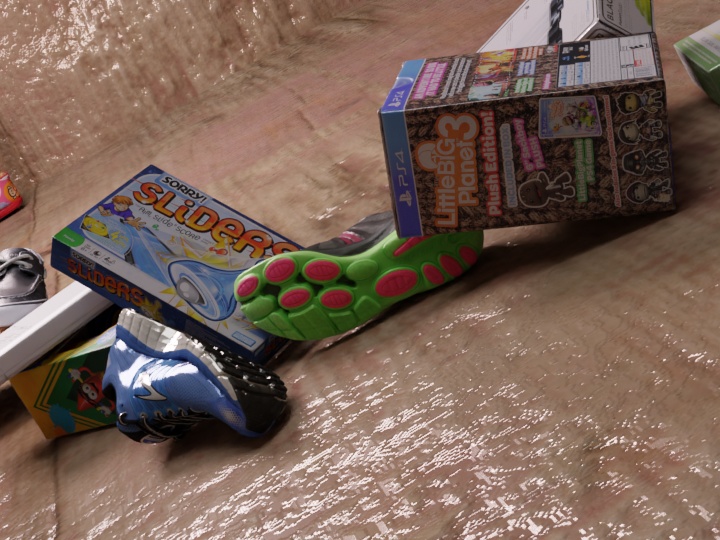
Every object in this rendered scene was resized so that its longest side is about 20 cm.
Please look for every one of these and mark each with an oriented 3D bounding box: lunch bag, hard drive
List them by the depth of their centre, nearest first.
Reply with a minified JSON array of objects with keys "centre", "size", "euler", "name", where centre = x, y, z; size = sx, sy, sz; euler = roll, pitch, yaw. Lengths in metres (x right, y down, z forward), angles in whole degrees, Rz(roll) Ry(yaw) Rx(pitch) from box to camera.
[{"centre":[-0.261,0.038,1.338],"size":[0.200,0.027,0.132],"euler":[-38,12,-20],"name":"hard drive"},{"centre":[-0.751,-0.116,2.920],"size":[0.176,0.082,0.200],"euler":[-35,17,-21],"name":"lunch bag"}]

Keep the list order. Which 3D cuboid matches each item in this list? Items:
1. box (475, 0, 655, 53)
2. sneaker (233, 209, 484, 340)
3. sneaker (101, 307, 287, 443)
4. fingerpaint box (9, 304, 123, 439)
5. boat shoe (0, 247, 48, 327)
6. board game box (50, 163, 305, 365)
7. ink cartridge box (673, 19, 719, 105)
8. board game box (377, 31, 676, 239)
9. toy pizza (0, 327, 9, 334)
[{"centre":[0.160,-0.175,1.274],"size":[0.200,0.060,0.117],"euler":[-45,30,44],"name":"box"},{"centre":[0.000,0.000,1.192],"size":[0.200,0.077,0.084],"euler":[-16,10,1],"name":"sneaker"},{"centre":[-0.128,0.094,1.123],"size":[0.200,0.078,0.089],"euler":[17,83,53],"name":"sneaker"},{"centre":[-0.182,0.053,1.333],"size":[0.167,0.073,0.200],"euler":[-17,19,41],"name":"fingerpaint box"},{"centre":[-0.336,0.012,1.481],"size":[0.072,0.068,0.200],"euler":[-5,9,-5],"name":"boat shoe"},{"centre":[-0.135,-0.003,1.257],"size":[0.200,0.035,0.135],"euler":[28,42,16],"name":"board game box"},{"centre":[0.365,-0.202,1.234],"size":[0.200,0.048,0.146],"euler":[-29,14,9],"name":"ink cartridge box"},{"centre":[0.126,-0.103,1.125],"size":[0.200,0.097,0.159],"euler":[-5,20,11],"name":"board game box"},{"centre":[-0.410,0.112,1.521],"size":[0.200,0.032,0.200],"euler":[-45,14,15],"name":"toy pizza"}]
